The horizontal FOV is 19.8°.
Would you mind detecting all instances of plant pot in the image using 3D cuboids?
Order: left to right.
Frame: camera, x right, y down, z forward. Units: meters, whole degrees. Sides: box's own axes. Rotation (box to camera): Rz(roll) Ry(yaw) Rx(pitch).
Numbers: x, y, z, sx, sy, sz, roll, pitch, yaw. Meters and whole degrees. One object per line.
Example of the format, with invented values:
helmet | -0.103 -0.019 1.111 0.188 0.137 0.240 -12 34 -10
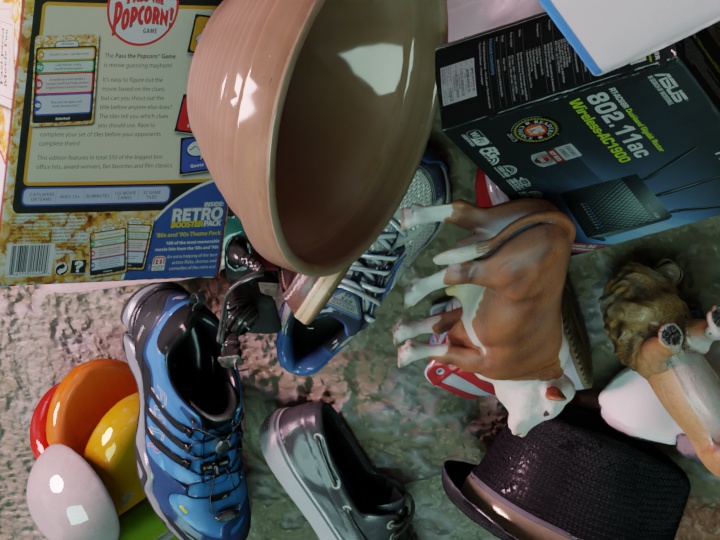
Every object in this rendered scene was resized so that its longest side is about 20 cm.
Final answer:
plant pot | -0.035 -0.105 1.184 0.092 0.201 0.202 20 133 24

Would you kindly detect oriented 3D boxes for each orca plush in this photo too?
orca plush | 0.264 0.068 1.422 0.199 0.071 0.106 -36 68 27

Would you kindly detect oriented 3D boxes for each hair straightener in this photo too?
hair straightener | -0.069 0.025 1.326 0.040 0.078 0.200 5 173 -2

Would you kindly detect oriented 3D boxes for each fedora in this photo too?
fedora | 0.160 0.154 1.460 0.199 0.201 0.092 23 99 -5

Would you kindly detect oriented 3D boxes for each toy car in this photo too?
toy car | -0.182 0.153 1.538 0.149 0.174 0.201 31 139 34

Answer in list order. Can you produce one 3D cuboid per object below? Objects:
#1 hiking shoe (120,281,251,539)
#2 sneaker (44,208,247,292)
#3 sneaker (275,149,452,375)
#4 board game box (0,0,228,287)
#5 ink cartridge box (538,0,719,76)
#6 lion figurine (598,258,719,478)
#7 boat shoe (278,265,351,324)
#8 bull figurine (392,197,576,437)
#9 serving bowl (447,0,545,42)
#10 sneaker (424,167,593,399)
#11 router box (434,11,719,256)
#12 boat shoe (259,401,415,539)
hiking shoe | -0.114 0.109 1.413 0.087 0.074 0.202 16 124 61
sneaker | -0.143 -0.041 1.411 0.198 0.072 0.080 -12 122 17
sneaker | 0.000 0.000 1.400 0.077 0.086 0.201 26 129 -8
board game box | -0.144 -0.092 1.214 0.150 0.046 0.202 -2 114 -30
ink cartridge box | 0.156 -0.238 1.098 0.144 0.201 0.147 -25 119 31
lion figurine | 0.224 0.083 1.355 0.072 0.122 0.201 -24 85 -14
boat shoe | -0.042 -0.036 1.307 0.072 0.201 0.072 29 117 -14
bull figurine | 0.083 0.028 1.315 0.120 0.066 0.201 -2 136 -3
serving bowl | 0.027 -0.205 1.243 0.198 0.066 0.201 7 129 9
sneaker | 0.081 0.012 1.399 0.111 0.072 0.201 -10 127 17
router box | 0.154 -0.088 1.253 0.149 0.063 0.200 -17 151 24
boat shoe | 0.004 0.175 1.555 0.066 0.070 0.201 -23 112 30
